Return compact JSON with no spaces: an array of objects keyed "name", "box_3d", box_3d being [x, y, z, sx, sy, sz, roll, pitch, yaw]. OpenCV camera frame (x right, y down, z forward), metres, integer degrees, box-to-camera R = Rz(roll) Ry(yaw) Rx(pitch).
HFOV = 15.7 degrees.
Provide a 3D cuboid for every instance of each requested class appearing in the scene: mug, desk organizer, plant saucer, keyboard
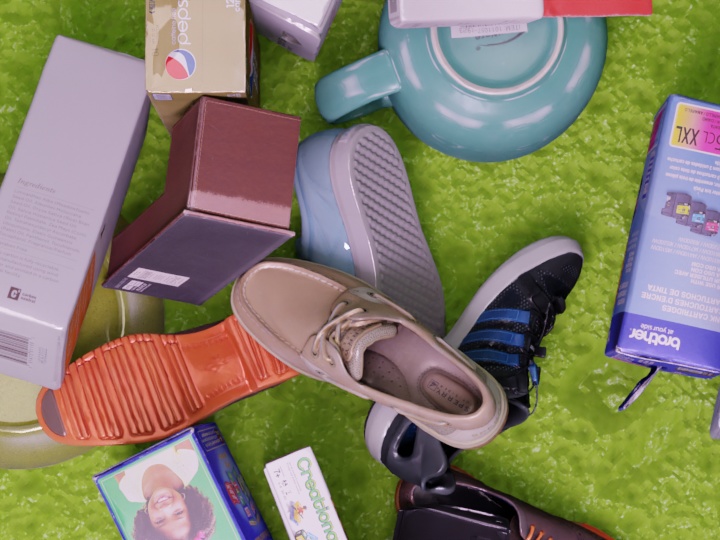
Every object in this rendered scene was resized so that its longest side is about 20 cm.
[{"name":"mug","box_3d":[0.077,-0.139,1.722,0.152,0.114,0.185,38,87,2]},{"name":"desk organizer","box_3d":[-0.102,-0.041,1.666,0.071,0.200,0.077,11,73,-18]},{"name":"plant saucer","box_3d":[-0.232,0.033,1.755,0.199,0.031,0.201,0,87,1]},{"name":"keyboard","box_3d":[0.071,0.251,1.709,0.126,0.021,0.201,14,111,12]}]

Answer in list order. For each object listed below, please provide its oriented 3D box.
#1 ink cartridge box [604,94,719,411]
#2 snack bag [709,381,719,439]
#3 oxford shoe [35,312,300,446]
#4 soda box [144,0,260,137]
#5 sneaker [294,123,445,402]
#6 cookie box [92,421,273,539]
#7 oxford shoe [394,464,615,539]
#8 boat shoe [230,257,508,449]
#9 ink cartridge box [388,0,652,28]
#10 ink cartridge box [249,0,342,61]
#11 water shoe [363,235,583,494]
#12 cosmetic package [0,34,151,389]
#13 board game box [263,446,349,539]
[{"name":"ink cartridge box","box_3d":[0.210,-0.003,1.703,0.076,0.136,0.201,11,87,3]},{"name":"snack bag","box_3d":[0.254,0.014,1.673,0.021,0.200,0.190,13,86,7]},{"name":"oxford shoe","box_3d":[-0.116,0.073,1.728,0.199,0.073,0.072,-16,83,-6]},{"name":"soda box","box_3d":[-0.099,-0.131,1.678,0.064,0.200,0.068,0,85,0]},{"name":"sneaker","box_3d":[0.000,0.000,1.748,0.074,0.082,0.201,-19,104,-43]},{"name":"cookie box","box_3d":[-0.087,0.203,1.676,0.075,0.171,0.201,-27,87,1]},{"name":"oxford shoe","box_3d":[0.113,0.190,1.725,0.199,0.073,0.072,24,87,1]},{"name":"boat shoe","box_3d":[0.002,0.046,1.656,0.199,0.065,0.072,31,83,16]},{"name":"ink cartridge box","box_3d":[0.102,-0.256,1.635,0.175,0.045,0.201,-3,92,-10]},{"name":"ink cartridge box","box_3d":[-0.025,-0.251,1.712,0.083,0.145,0.201,24,87,-1]},{"name":"water shoe","box_3d":[0.092,0.066,1.714,0.079,0.072,0.200,37,76,30]},{"name":"cosmetic package","box_3d":[-0.195,-0.038,1.689,0.071,0.102,0.201,16,65,-1]},{"name":"board game box","box_3d":[-0.025,0.176,1.662,0.034,0.200,0.127,-22,88,-4]}]
